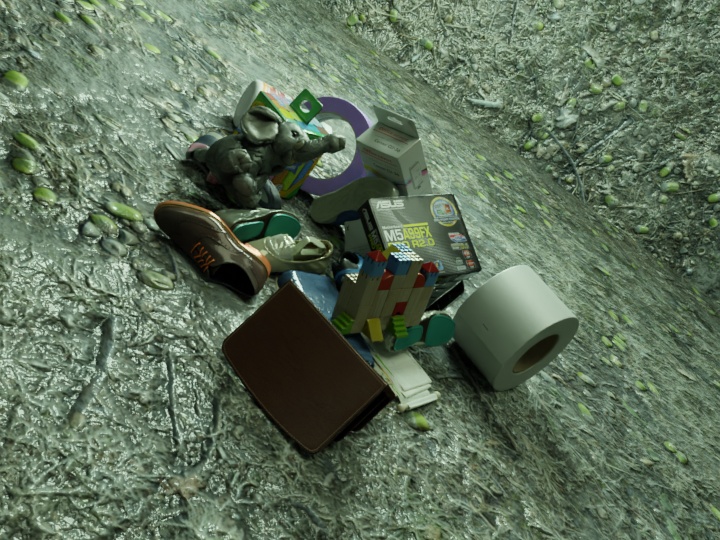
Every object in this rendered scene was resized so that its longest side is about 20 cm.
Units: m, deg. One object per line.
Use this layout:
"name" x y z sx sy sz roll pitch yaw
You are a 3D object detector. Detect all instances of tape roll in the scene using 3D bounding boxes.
"tape roll" 0.286 0.108 1.428 0.202 0.203 0.139 5 40 -50
"tape roll" -0.064 -0.252 1.569 0.200 0.200 0.066 43 9 11

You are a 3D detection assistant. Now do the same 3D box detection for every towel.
"towel" -0.058 0.085 1.190 0.111 0.049 0.200 15 34 -40

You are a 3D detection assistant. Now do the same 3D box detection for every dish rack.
"dish rack" 0.112 -0.014 1.425 0.153 0.054 0.201 -34 114 -41

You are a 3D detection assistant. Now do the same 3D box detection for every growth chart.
"growth chart" 0.049 0.149 1.259 0.144 0.018 0.200 5 40 -49

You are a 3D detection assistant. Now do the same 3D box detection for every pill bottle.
"pill bottle" -0.167 -0.323 1.671 0.200 0.113 0.113 24 28 -27

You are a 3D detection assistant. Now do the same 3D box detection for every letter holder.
"letter holder" -0.074 0.140 1.037 0.200 0.142 0.101 45 -6 18

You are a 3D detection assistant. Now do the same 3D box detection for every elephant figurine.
"elephant figurine" -0.157 -0.211 1.321 0.155 0.200 0.141 51 -17 -13

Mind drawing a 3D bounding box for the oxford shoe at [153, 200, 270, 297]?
"oxford shoe" -0.226 -0.033 1.146 0.200 0.071 0.073 32 30 -12

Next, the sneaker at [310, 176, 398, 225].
"sneaker" 0.009 -0.132 1.506 0.111 0.199 0.077 1 76 -55

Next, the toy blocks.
"toy blocks" 0.046 0.021 1.181 0.200 0.137 0.100 -3 32 -42

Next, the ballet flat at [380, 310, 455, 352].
"ballet flat" 0.091 0.095 1.311 0.200 0.072 0.072 1 43 -53

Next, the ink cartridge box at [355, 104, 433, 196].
"ink cartridge box" 0.063 -0.205 1.449 0.116 0.067 0.200 30 -27 38

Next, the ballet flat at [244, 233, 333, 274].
"ballet flat" -0.119 -0.034 1.290 0.200 0.070 0.070 2 42 -52

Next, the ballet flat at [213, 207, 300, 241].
"ballet flat" -0.179 -0.083 1.301 0.064 0.068 0.200 39 23 23

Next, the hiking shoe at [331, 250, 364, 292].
"hiking shoe" 0.000 0.000 1.332 0.200 0.074 0.087 -57 123 -77

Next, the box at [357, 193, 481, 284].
"box" 0.107 -0.054 1.363 0.199 0.044 0.161 -7 71 -34

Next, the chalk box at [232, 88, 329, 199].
"chalk box" -0.151 -0.257 1.472 0.124 0.200 0.125 2 42 -52

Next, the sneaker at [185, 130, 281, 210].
"sneaker" -0.234 -0.164 1.385 0.200 0.070 0.082 42 46 7

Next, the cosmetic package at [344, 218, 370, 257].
"cosmetic package" 0.073 -0.053 1.507 0.200 0.113 0.081 7 78 -44
